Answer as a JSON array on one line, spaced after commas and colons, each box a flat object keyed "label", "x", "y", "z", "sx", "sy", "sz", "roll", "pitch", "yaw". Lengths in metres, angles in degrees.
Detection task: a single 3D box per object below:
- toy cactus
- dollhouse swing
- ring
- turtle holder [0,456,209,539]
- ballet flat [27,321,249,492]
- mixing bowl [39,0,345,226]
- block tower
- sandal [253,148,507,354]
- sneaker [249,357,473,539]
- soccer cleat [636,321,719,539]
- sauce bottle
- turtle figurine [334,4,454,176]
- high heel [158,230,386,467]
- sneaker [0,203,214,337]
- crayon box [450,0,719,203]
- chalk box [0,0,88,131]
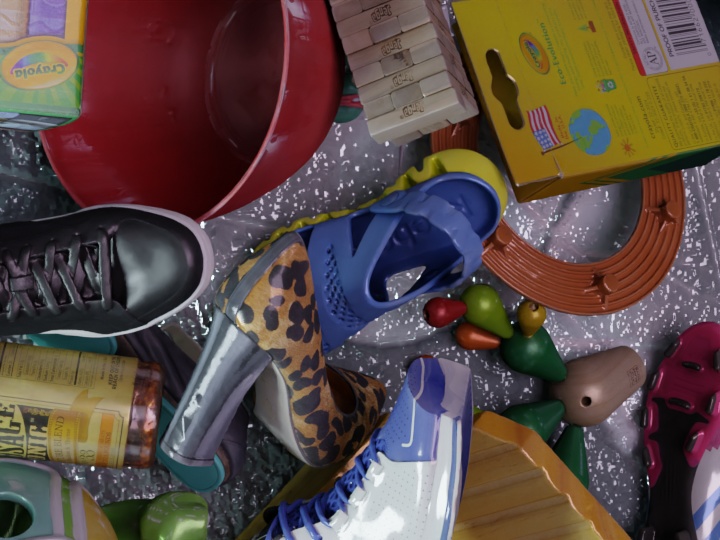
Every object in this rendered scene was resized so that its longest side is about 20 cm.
[{"label": "toy cactus", "x": 0.123, "y": 0.089, "z": 1.380, "sx": 0.165, "sy": 0.102, "sz": 0.201, "roll": -26, "pitch": 94, "yaw": -35}, {"label": "dollhouse swing", "x": 0.048, "y": 0.203, "z": 1.272, "sx": 0.182, "sy": 0.176, "sz": 0.200, "roll": -46, "pitch": 103, "yaw": -19}, {"label": "ring", "x": 0.133, "y": -0.068, "z": 1.377, "sx": 0.200, "sy": 0.019, "sz": 0.201, "roll": 11, "pitch": 67, "yaw": -28}, {"label": "turtle holder", "x": -0.184, "y": 0.177, "z": 1.187, "sx": 0.185, "sy": 0.132, "sz": 0.142, "roll": 15, "pitch": 83, "yaw": -27}, {"label": "ballet flat", "x": -0.136, "y": 0.043, "z": 1.253, "sx": 0.200, "sy": 0.073, "sz": 0.073, "roll": 47, "pitch": 71, "yaw": -14}, {"label": "mixing bowl", "x": -0.083, "y": -0.117, "z": 1.221, "sx": 0.108, "sy": 0.200, "sz": 0.201, "roll": 3, "pitch": 89, "yaw": -52}, {"label": "block tower", "x": 0.009, "y": -0.166, "z": 1.195, "sx": 0.054, "sy": 0.058, "sz": 0.201, "roll": -21, "pitch": 71, "yaw": 14}, {"label": "sandal", "x": 0.000, "y": 0.000, "z": 1.279, "sx": 0.200, "sy": 0.087, "sz": 0.080, "roll": -34, "pitch": 110, "yaw": 9}, {"label": "sneaker", "x": -0.006, "y": 0.144, "z": 1.194, "sx": 0.115, "sy": 0.081, "sz": 0.200, "roll": 12, "pitch": 114, "yaw": 3}, {"label": "soccer cleat", "x": 0.233, "y": 0.136, "z": 1.451, "sx": 0.086, "sy": 0.070, "sz": 0.201, "roll": 10, "pitch": 88, "yaw": -43}, {"label": "sauce bottle", "x": -0.209, "y": 0.070, "z": 1.184, "sx": 0.199, "sy": 0.066, "sz": 0.066, "roll": 6, "pitch": 88, "yaw": -4}, {"label": "turtle figurine", "x": 0.001, "y": -0.162, "z": 1.287, "sx": 0.100, "sy": 0.150, "sz": 0.201, "roll": -2, "pitch": 84, "yaw": -10}, {"label": "high heel", "x": -0.020, "y": 0.040, "z": 1.223, "sx": 0.200, "sy": 0.071, "sz": 0.143, "roll": -5, "pitch": 127, "yaw": -56}, {"label": "sneaker", "x": -0.186, "y": 0.012, "z": 1.138, "sx": 0.199, "sy": 0.112, "sz": 0.073, "roll": -5, "pitch": 100, "yaw": 17}, {"label": "crayon box", "x": 0.142, "y": -0.118, "z": 1.360, "sx": 0.199, "sy": 0.051, "sz": 0.127, "roll": -11, "pitch": 77, "yaw": -35}, {"label": "chalk box", "x": -0.221, "y": -0.138, "z": 1.162, "sx": 0.123, "sy": 0.124, "sz": 0.201, "roll": 5, "pitch": 87, "yaw": -22}]
